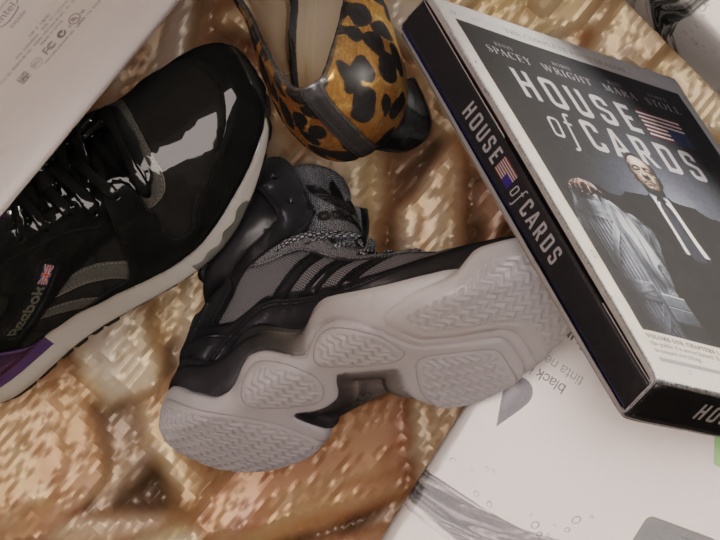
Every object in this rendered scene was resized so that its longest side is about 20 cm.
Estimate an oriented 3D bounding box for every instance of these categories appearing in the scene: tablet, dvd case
[{"bbox_3d":[-0.141,-0.101,0.985,0.130,0.014,0.200,29,74,36],"label":"tablet"},{"bbox_3d":[0.110,-0.015,0.936,0.025,0.150,0.200,-49,49,28],"label":"dvd case"}]

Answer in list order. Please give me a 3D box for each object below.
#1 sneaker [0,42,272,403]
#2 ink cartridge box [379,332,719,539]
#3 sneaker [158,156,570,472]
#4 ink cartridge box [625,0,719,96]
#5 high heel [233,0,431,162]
[{"bbox_3d":[-0.122,-0.017,0.986,0.200,0.087,0.076,-43,62,18],"label":"sneaker"},{"bbox_3d":[0.091,0.112,0.996,0.145,0.084,0.201,32,89,6],"label":"ink cartridge box"},{"bbox_3d":[0.000,0.000,0.979,0.199,0.075,0.114,-24,51,34],"label":"sneaker"},{"bbox_3d":[0.176,-0.152,1.006,0.146,0.084,0.200,-45,85,0],"label":"ink cartridge box"},{"bbox_3d":[-0.035,-0.136,0.989,0.071,0.143,0.201,-31,85,12],"label":"high heel"}]
